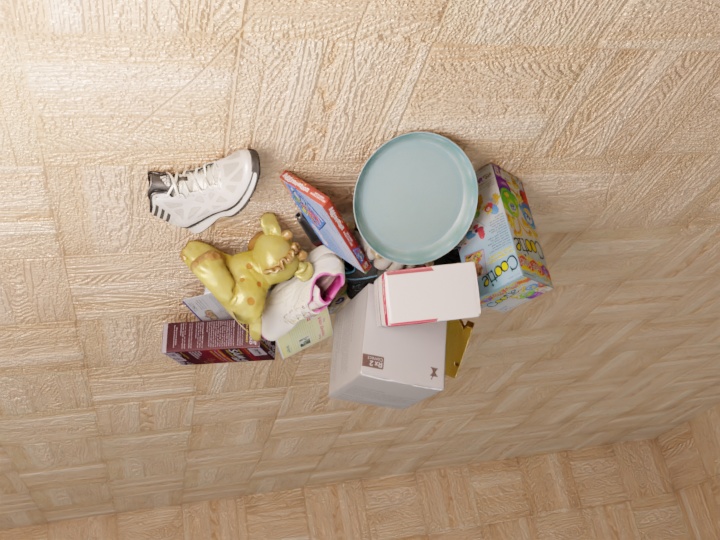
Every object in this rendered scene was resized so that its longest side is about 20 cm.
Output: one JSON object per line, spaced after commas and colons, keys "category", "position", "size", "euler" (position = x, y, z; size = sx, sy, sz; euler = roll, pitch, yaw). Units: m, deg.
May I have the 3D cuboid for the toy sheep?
{"category": "toy sheep", "position": [0.056, -0.059, 1.294], "size": [0.195, 0.141, 0.138], "euler": [13, 148, -16]}

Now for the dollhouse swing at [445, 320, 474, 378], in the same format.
{"category": "dollhouse swing", "position": [0.139, 0.105, 1.665], "size": [0.196, 0.176, 0.185], "euler": [21, 122, 9]}

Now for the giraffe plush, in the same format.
{"category": "giraffe plush", "position": [-0.175, -0.006, 1.300], "size": [0.162, 0.199, 0.174], "euler": [-43, 141, -9]}

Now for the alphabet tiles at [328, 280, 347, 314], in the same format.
{"category": "alphabet tiles", "position": [-0.093, 0.050, 1.513], "size": [0.196, 0.008, 0.168], "euler": [-10, 150, -37]}

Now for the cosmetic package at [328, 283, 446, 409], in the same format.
{"category": "cosmetic package", "position": [0.048, 0.146, 1.449], "size": [0.161, 0.169, 0.200], "euler": [12, 157, -17]}

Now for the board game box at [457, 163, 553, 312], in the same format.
{"category": "board game box", "position": [0.225, -0.051, 1.294], "size": [0.104, 0.205, 0.102], "euler": [-29, 149, 34]}

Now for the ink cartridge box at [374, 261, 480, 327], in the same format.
{"category": "ink cartridge box", "position": [0.100, 0.042, 1.259], "size": [0.141, 0.086, 0.200], "euler": [-7, 177, -4]}

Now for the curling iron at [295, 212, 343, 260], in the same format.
{"category": "curling iron", "position": [-0.067, -0.060, 1.355], "size": [0.049, 0.026, 0.200], "euler": [-21, 153, 14]}

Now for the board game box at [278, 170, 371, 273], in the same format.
{"category": "board game box", "position": [-0.052, -0.073, 1.235], "size": [0.020, 0.102, 0.201], "euler": [-49, 147, -12]}

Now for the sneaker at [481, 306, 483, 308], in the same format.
{"category": "sneaker", "position": [0.218, 0.038, 1.622], "size": [0.110, 0.073, 0.201], "euler": [-13, 157, -5]}

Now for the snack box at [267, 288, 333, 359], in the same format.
{"category": "snack box", "position": [-0.117, 0.087, 1.484], "size": [0.114, 0.038, 0.202], "euler": [-25, 149, -10]}

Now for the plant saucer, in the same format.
{"category": "plant saucer", "position": [0.082, -0.110, 1.196], "size": [0.194, 0.027, 0.206], "euler": [-4, 110, -10]}

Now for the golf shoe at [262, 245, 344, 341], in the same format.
{"category": "golf shoe", "position": [-0.100, 0.050, 1.347], "size": [0.075, 0.092, 0.201], "euler": [34, 101, -33]}

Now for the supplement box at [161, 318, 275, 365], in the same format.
{"category": "supplement box", "position": [-0.271, 0.138, 1.521], "size": [0.194, 0.063, 0.109], "euler": [-5, 160, 9]}

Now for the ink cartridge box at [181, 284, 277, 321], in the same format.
{"category": "ink cartridge box", "position": [-0.216, 0.051, 1.495], "size": [0.195, 0.044, 0.197], "euler": [-12, 156, 3]}

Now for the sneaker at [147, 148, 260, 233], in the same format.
{"category": "sneaker", "position": [-0.233, -0.116, 1.113], "size": [0.114, 0.077, 0.199], "euler": [12, 148, -43]}

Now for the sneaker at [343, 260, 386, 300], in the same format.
{"category": "sneaker", "position": [0.000, 0.000, 1.438], "size": [0.080, 0.075, 0.200], "euler": [15, 155, -11]}

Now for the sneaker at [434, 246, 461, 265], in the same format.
{"category": "sneaker", "position": [0.118, 0.015, 1.487], "size": [0.194, 0.117, 0.077], "euler": [-13, 153, 8]}
